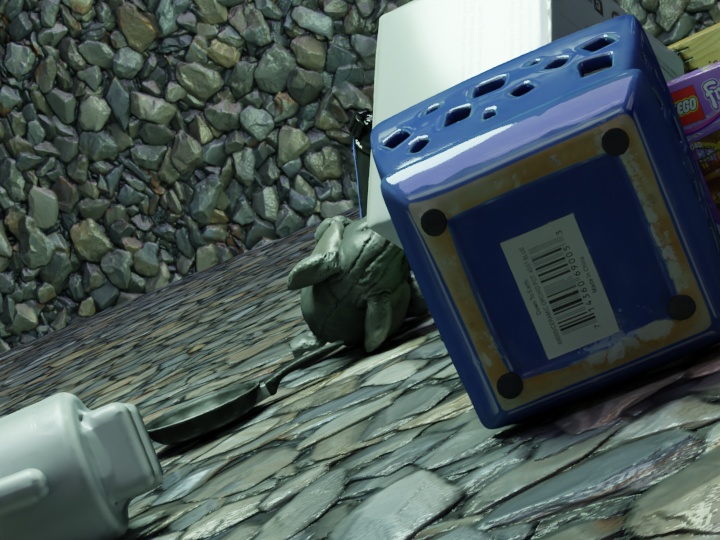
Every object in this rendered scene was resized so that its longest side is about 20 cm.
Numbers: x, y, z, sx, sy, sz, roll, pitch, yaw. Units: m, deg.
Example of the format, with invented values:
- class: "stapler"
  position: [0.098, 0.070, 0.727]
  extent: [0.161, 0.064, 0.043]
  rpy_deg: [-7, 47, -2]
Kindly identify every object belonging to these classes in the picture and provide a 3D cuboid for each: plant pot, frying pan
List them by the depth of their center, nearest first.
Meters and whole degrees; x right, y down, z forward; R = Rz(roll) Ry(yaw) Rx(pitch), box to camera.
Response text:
- class: "plant pot"
  position: [0.123, -0.023, 1.049]
  extent: [0.198, 0.202, 0.180]
  rpy_deg: [-22, 13, 10]
- class: "frying pan"
  position: [-0.111, 0.114, 1.518]
  extent: [0.189, 0.031, 0.115]
  rpy_deg: [-23, 5, -29]

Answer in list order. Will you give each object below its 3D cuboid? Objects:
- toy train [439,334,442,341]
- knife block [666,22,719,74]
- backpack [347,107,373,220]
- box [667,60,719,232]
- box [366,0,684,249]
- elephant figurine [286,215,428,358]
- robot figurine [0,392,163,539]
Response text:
- class: "toy train"
  position: [0.096, 0.027, 1.443]
  extent: [0.056, 0.042, 0.200]
  rpy_deg: [-33, 4, 10]
- class: "knife block"
  position: [0.299, -0.176, 1.489]
  extent: [0.199, 0.065, 0.175]
  rpy_deg: [-28, 6, -39]
- class: "backpack"
  position: [0.108, -0.088, 1.750]
  extent: [0.198, 0.185, 0.146]
  rpy_deg: [-9, -8, 33]
- class: "box"
  position: [0.322, -0.100, 1.184]
  extent: [0.199, 0.138, 0.039]
  rpy_deg: [-18, 7, 40]
- class: "box"
  position: [0.131, -0.099, 1.282]
  extent: [0.170, 0.202, 0.198]
  rpy_deg: [-20, -35, 36]
- class: "elephant figurine"
  position: [0.000, 0.000, 1.547]
  extent: [0.140, 0.157, 0.200]
  rpy_deg: [-1, -3, 0]
- class: "robot figurine"
  position: [-0.244, 0.162, 1.201]
  extent: [0.198, 0.114, 0.170]
  rpy_deg: [-23, -9, -1]
